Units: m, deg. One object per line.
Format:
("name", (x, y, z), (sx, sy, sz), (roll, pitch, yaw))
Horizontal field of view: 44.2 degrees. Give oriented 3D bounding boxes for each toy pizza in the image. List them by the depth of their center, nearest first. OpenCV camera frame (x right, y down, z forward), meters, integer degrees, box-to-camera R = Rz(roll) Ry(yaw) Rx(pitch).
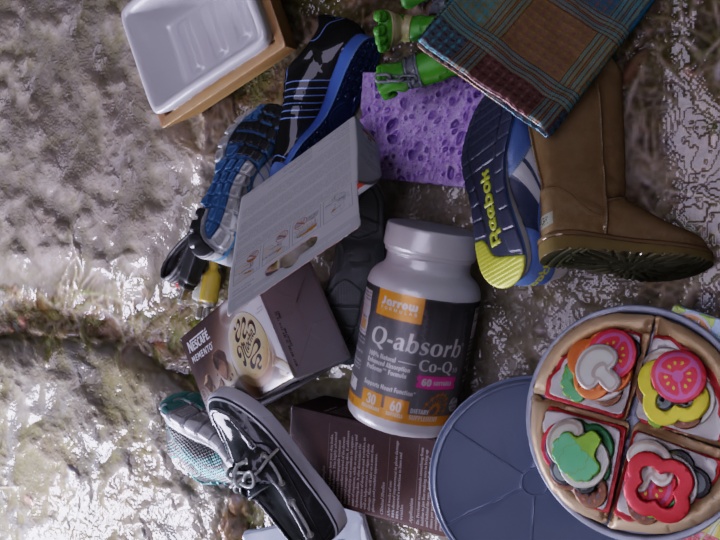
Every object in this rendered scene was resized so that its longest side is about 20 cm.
("toy pizza", (0.230, 0.130, 0.756), (0.200, 0.032, 0.201), (-4, 83, 36))
("toy pizza", (0.165, 0.199, 0.850), (0.199, 0.032, 0.201), (0, 92, 5))

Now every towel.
("towel", (0.162, -0.229, 0.776), (0.146, 0.022, 0.200), (36, 74, 8))

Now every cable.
("cable", (-0.185, -0.042, 1.085), (0.097, 0.050, 0.201), (24, 93, 44))

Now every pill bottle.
("pill bottle", (0.057, 0.055, 0.886), (0.116, 0.116, 0.201), (14, 101, 30))

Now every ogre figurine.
("ogre figurine", (0.088, -0.259, 0.858), (0.119, 0.200, 0.098), (6, 141, 21))

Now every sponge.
("sponge", (0.090, -0.142, 0.902), (0.199, 0.030, 0.112), (10, 99, 31))

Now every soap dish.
("soap dish", (-0.173, -0.278, 1.025), (0.200, 0.081, 0.158), (-25, 80, 31))

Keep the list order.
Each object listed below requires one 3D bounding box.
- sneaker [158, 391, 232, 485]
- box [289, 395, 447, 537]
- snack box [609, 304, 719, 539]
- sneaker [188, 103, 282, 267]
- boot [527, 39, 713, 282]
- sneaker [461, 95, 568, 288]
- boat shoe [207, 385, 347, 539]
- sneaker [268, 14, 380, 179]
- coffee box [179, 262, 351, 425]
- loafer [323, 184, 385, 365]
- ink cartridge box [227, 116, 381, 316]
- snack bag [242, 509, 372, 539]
("sneaker", (-0.163, 0.226, 1.068), (0.200, 0.077, 0.092), (29, 123, 30))
("box", (0.022, 0.203, 0.943), (0.199, 0.075, 0.101), (8, 98, 29))
("snack box", (0.309, 0.146, 0.764), (0.142, 0.053, 0.201), (21, 97, 27))
("sneaker", (-0.126, -0.094, 1.017), (0.075, 0.087, 0.201), (15, 77, 35))
("boot", (0.227, -0.098, 0.786), (0.066, 0.174, 0.201), (141, 134, -61))
("sneaker", (0.147, -0.077, 0.821), (0.074, 0.082, 0.201), (-28, 61, 57))
("boat shoe", (-0.102, 0.211, 0.924), (0.200, 0.068, 0.074), (51, 138, 5))
("sneaker", (-0.055, -0.181, 0.971), (0.078, 0.070, 0.200), (39, 105, 28))
("coffee box", (-0.110, 0.084, 0.975), (0.200, 0.080, 0.113), (-34, 76, 50))
("loafer", (0.000, 0.000, 0.959), (0.072, 0.063, 0.201), (7, 102, 7))
("ink cartridge box", (-0.050, -0.047, 0.863), (0.162, 0.050, 0.200), (-33, 34, 21))
("snack bag", (-0.043, 0.376, 1.023), (0.188, 0.021, 0.201), (-24, 81, 30))
